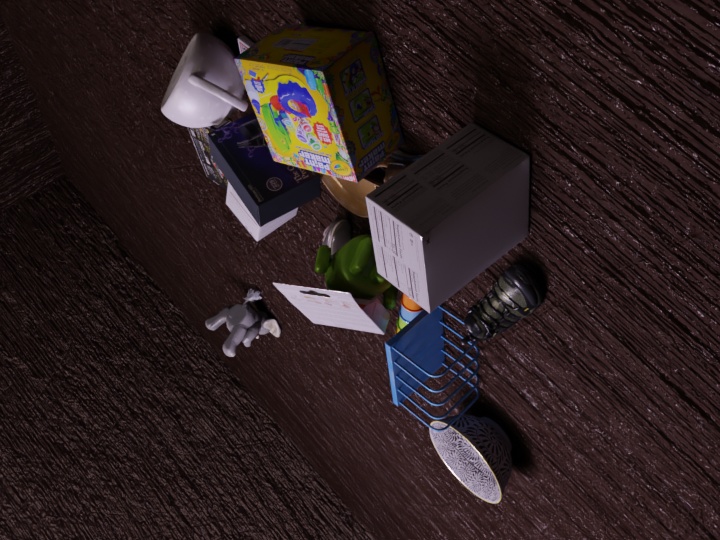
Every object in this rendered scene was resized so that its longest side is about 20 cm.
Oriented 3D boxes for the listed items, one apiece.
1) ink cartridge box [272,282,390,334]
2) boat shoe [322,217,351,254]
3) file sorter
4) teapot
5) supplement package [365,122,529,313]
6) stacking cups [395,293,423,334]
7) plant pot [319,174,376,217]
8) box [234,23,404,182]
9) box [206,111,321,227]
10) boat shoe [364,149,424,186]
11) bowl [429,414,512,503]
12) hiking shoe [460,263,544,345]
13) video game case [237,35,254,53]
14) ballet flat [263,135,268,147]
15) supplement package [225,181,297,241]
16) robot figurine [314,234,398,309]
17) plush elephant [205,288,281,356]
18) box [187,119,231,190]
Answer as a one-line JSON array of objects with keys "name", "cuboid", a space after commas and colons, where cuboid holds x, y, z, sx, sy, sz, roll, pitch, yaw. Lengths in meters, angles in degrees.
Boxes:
[{"name": "ink cartridge box", "cuboid": [-0.051, 0.055, 1.586, 0.162, 0.050, 0.200, 7, 156, 24]}, {"name": "boat shoe", "cuboid": [-0.056, -0.051, 1.743, 0.057, 0.067, 0.200, 39, 158, 22]}, {"name": "file sorter", "cuboid": [0.143, 0.185, 1.589, 0.123, 0.139, 0.200, 36, 152, 32]}, {"name": "teapot", "cuboid": [-0.290, -0.356, 1.662, 0.146, 0.201, 0.197, 25, 142, -20]}, {"name": "supplement package", "cuboid": [0.123, -0.072, 1.159, 0.111, 0.200, 0.156, 39, 154, 35]}, {"name": "stacking cups", "cuboid": [0.097, 0.068, 1.618, 0.060, 0.060, 0.200, 42, 153, 28]}, {"name": "plant pot", "cuboid": [-0.026, -0.188, 1.533, 0.200, 0.027, 0.200, 43, 155, 25]}, {"name": "box", "cuboid": [-0.061, -0.265, 1.328, 0.200, 0.122, 0.193, 19, 141, 41]}, {"name": "box", "cuboid": [-0.187, -0.204, 1.647, 0.200, 0.141, 0.079, 53, 163, 23]}, {"name": "boat shoe", "cuboid": [0.074, -0.139, 1.336, 0.200, 0.072, 0.072, 24, 144, 52]}, {"name": "bowl", "cuboid": [0.239, 0.354, 1.698, 0.201, 0.094, 0.201, 43, 156, 24]}, {"name": "hiking shoe", "cuboid": [0.213, 0.064, 1.312, 0.076, 0.101, 0.200, 47, 157, 16]}, {"name": "video game case", "cuboid": [-0.155, -0.336, 1.590, 0.200, 0.017, 0.143, 42, 155, 29]}, {"name": "ballet flat", "cuboid": [-0.133, -0.263, 1.531, 0.068, 0.068, 0.200, 62, 158, 5]}, {"name": "supplement package", "cuboid": [-0.202, -0.170, 1.796, 0.117, 0.117, 0.200, 51, 158, 9]}, {"name": "robot figurine", "cuboid": [0.000, 0.000, 1.634, 0.175, 0.116, 0.200, 25, 161, -12]}, {"name": "plush elephant", "cuboid": [-0.333, 0.162, 2.528, 0.165, 0.200, 0.155, 37, 176, 39]}, {"name": "box", "cuboid": [-0.333, -0.281, 1.997, 0.160, 0.049, 0.200, 31, 149, 40]}]
